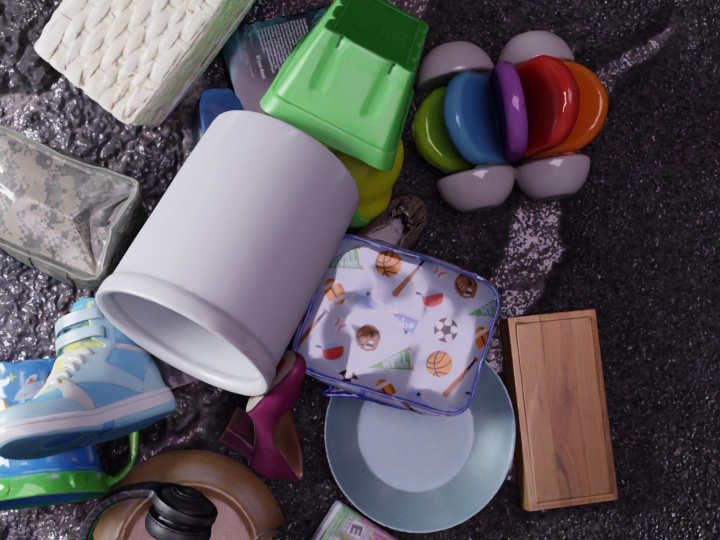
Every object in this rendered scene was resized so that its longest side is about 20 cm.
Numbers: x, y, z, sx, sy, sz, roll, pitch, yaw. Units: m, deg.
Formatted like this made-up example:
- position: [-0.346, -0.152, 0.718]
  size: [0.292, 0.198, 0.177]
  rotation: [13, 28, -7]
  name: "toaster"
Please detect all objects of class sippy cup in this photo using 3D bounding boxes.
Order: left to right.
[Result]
- position: [-0.312, 0.154, 1.042]
  size: [0.139, 0.178, 0.131]
  rotation: [-17, 74, 31]
  name: "sippy cup"

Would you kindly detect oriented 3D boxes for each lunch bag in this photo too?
- position: [-0.314, -0.061, 1.036]
  size: [0.199, 0.164, 0.118]
  rotation: [23, 80, -6]
  name: "lunch bag"
- position: [0.028, 0.057, 1.085]
  size: [0.199, 0.076, 0.161]
  rotation: [18, 88, -6]
  name: "lunch bag"

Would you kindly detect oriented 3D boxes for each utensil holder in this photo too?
- position: [-0.112, -0.016, 0.987]
  size: [0.170, 0.170, 0.200]
  rotation: [30, 66, -5]
  name: "utensil holder"

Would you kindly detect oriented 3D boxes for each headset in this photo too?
- position: [-0.165, 0.259, 1.050]
  size: [0.199, 0.094, 0.124]
  rotation: [-2, 97, 3]
  name: "headset"

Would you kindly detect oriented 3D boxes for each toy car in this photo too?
- position: [0.156, -0.159, 1.123]
  size: [0.199, 0.150, 0.176]
  rotation: [-9, 87, -9]
  name: "toy car"

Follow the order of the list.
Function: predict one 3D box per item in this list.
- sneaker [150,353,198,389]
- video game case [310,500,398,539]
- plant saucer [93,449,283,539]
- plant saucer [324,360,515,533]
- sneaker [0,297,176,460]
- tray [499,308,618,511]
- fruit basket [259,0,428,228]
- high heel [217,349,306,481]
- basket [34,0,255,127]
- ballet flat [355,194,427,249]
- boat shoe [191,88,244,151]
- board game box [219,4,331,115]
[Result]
- position: [-0.168, 0.071, 1.100]
  size: [0.199, 0.082, 0.075]
  rotation: [1, 110, 8]
  name: "sneaker"
- position: [-0.004, 0.367, 1.114]
  size: [0.182, 0.022, 0.200]
  rotation: [35, 81, -7]
  name: "video game case"
- position: [-0.170, 0.281, 1.093]
  size: [0.199, 0.035, 0.201]
  rotation: [1, 85, -9]
  name: "plant saucer"
- position: [0.059, 0.166, 1.137]
  size: [0.200, 0.039, 0.202]
  rotation: [1, 84, -9]
  name: "plant saucer"
- position: [-0.262, 0.091, 0.983]
  size: [0.079, 0.200, 0.131]
  rotation: [-28, 78, 28]
  name: "sneaker"
- position: [0.209, 0.146, 1.163]
  size: [0.098, 0.037, 0.201]
  rotation: [-6, 87, -9]
  name: "tray"
- position: [-0.015, -0.148, 1.070]
  size: [0.155, 0.216, 0.216]
  rotation: [26, 82, -5]
  name: "fruit basket"
- position: [-0.065, 0.141, 1.049]
  size: [0.096, 0.200, 0.068]
  rotation: [30, 57, -6]
  name: "high heel"
- position: [-0.203, -0.250, 1.061]
  size: [0.135, 0.123, 0.200]
  rotation: [38, 100, -4]
  name: "basket"
- position: [0.000, 0.000, 1.138]
  size: [0.067, 0.046, 0.200]
  rotation: [42, 81, -2]
  name: "ballet flat"
- position: [-0.132, -0.081, 1.118]
  size: [0.084, 0.069, 0.201]
  rotation: [3, 79, -21]
  name: "boat shoe"
- position: [-0.061, -0.167, 1.152]
  size: [0.135, 0.028, 0.201]
  rotation: [-15, 87, -11]
  name: "board game box"
